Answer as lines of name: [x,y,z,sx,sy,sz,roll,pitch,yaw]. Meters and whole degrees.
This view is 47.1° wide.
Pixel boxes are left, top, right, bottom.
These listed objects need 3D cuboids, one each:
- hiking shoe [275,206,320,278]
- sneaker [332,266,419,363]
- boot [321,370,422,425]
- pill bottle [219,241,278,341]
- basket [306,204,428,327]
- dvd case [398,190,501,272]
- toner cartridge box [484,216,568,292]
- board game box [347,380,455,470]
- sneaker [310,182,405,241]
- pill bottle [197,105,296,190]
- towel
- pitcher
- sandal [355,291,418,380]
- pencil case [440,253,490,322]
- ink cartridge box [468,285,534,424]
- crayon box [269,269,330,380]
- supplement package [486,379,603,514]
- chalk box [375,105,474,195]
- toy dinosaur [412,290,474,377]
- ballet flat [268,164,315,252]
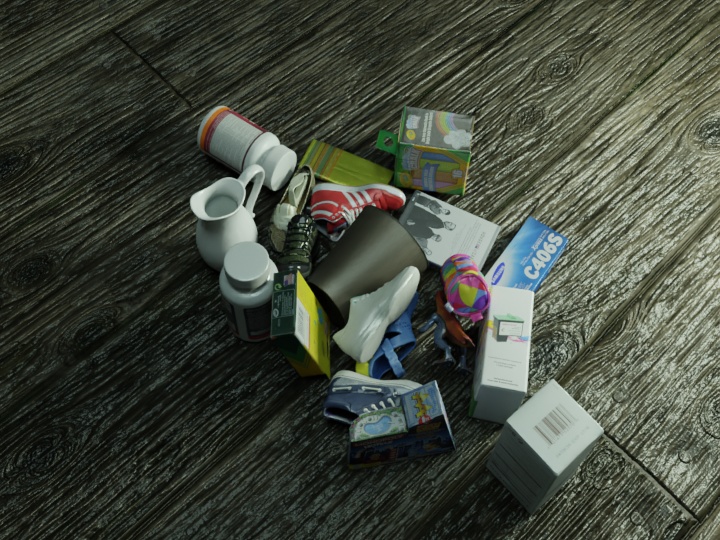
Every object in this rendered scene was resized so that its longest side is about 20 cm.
hiking shoe: [-0.125,-0.053,1.583,0.074,0.103,0.201,-2,23,7]
sneaker: [0.026,0.063,1.491,0.088,0.076,0.201,31,74,27]
boot: [0.033,0.242,1.459,0.196,0.074,0.091,8,37,13]
pill bottle: [-0.200,0.037,1.509,0.108,0.201,0.113,1,58,-1]
basket: [0.000,0.000,1.584,0.180,0.137,0.199,41,69,21]
dvd case: [0.171,-0.069,1.691,0.197,0.025,0.152,25,61,12]
toner cartridge box: [0.325,-0.008,1.649,0.094,0.043,0.201,31,63,17]
board game box: [0.073,0.259,1.384,0.196,0.201,0.063,-9,59,-8]
sneaker: [-0.009,-0.118,1.687,0.195,0.072,0.114,2,54,8]
pill bottle: [-0.238,-0.255,1.740,0.198,0.110,0.110,31,62,16]
towel: [-0.032,-0.213,1.779,0.197,0.018,0.087,23,66,10]
pitcher: [-0.242,-0.099,1.591,0.121,0.201,0.171,39,64,20]
sandal: [0.069,0.125,1.530,0.086,0.080,0.203,10,65,31]
pencil case: [0.192,0.028,1.533,0.086,0.090,0.200,5,14,1]
ink cartridge box: [0.254,0.151,1.488,0.082,0.146,0.203,10,58,4]
crayon box: [-0.104,0.105,1.485,0.050,0.201,0.129,-9,56,13]
supplement package: [0.300,0.296,1.369,0.116,0.201,0.117,-36,65,-21]
chalk box: [0.132,-0.253,1.736,0.196,0.125,0.126,8,49,5]
toy dinosaur: [0.173,0.101,1.517,0.103,0.200,0.185,16,54,-22]
ballet flat: [-0.142,-0.137,1.691,0.066,0.076,0.203,15,59,6]
